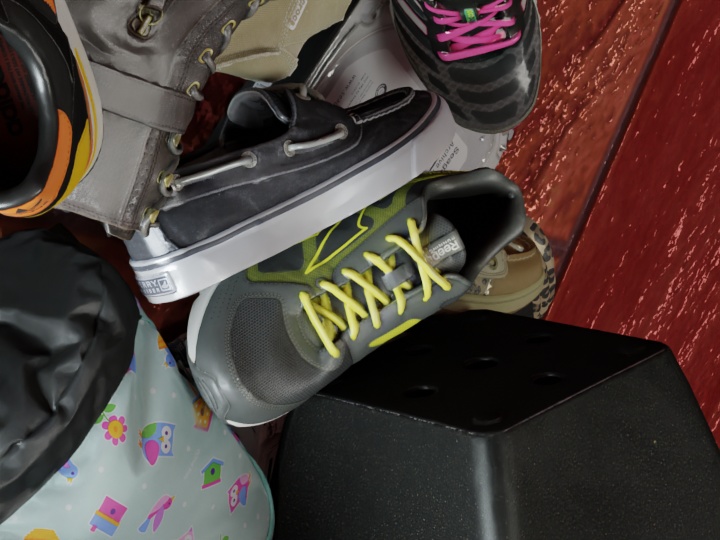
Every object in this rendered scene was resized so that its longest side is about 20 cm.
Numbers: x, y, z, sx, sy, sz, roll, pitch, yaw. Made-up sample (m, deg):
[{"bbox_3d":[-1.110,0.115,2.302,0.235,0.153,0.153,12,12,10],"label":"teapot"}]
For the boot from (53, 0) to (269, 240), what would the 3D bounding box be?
[{"bbox_3d":[-0.069,-0.095,0.842,0.199,0.069,0.175,14,103,-29],"label":"boot"}]

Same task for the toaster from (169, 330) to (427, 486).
[{"bbox_3d":[-0.049,0.111,1.088,0.129,0.113,0.201,-8,118,-48],"label":"toaster"}]

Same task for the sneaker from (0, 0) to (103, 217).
[{"bbox_3d":[-0.148,-0.113,0.734,0.070,0.090,0.201,-21,104,3],"label":"sneaker"}]

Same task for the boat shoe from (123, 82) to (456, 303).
[{"bbox_3d":[-0.034,-0.055,0.944,0.200,0.072,0.068,-30,107,-37],"label":"boat shoe"}]

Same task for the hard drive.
[{"bbox_3d":[0.004,-0.066,1.101,0.140,0.038,0.200,-57,148,-8],"label":"hard drive"}]

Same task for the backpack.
[{"bbox_3d":[-0.130,0.098,0.944,0.167,0.126,0.200,-50,141,-16],"label":"backpack"}]

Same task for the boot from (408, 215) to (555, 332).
[{"bbox_3d":[0.050,0.067,1.222,0.151,0.073,0.200,-53,162,-34],"label":"boot"}]

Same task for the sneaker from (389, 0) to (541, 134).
[{"bbox_3d":[0.047,-0.140,0.979,0.073,0.088,0.200,-11,125,3],"label":"sneaker"}]

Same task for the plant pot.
[{"bbox_3d":[0.066,0.128,1.000,0.200,0.199,0.178,-22,112,-39],"label":"plant pot"}]

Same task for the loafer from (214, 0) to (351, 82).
[{"bbox_3d":[-0.061,-0.115,0.938,0.200,0.076,0.068,-33,132,-39],"label":"loafer"}]

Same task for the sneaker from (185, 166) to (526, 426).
[{"bbox_3d":[0.000,0.000,0.949,0.200,0.085,0.075,-41,105,-40],"label":"sneaker"}]

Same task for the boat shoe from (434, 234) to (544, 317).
[{"bbox_3d":[0.031,-0.014,1.075,0.200,0.073,0.063,-2,109,-50],"label":"boat shoe"}]
